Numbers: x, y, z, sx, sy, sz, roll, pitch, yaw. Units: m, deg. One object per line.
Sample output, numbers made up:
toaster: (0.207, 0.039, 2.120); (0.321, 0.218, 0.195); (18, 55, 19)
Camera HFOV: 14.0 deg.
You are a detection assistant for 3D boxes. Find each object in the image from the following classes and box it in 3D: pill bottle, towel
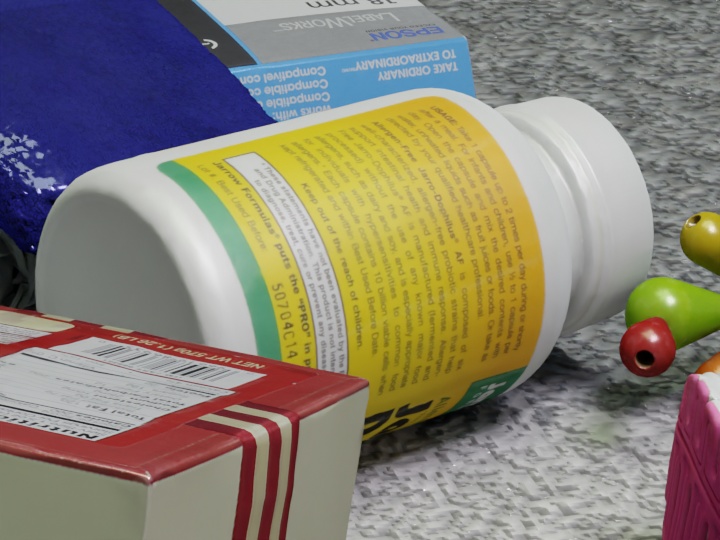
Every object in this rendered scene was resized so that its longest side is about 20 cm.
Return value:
pill bottle: (0.000, 0.000, 1.005); (0.200, 0.113, 0.113); (-16, 32, -36)
towel: (-0.132, -0.077, 1.091); (0.200, 0.050, 0.148); (42, 35, 27)

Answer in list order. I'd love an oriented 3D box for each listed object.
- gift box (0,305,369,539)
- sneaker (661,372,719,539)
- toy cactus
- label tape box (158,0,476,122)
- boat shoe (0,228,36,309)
gift box: (-0.093, 0.110, 0.691); (0.184, 0.187, 0.200); (12, 7, 20)
sneaker: (0.155, 0.098, 0.871); (0.088, 0.082, 0.200); (-6, 35, -22)
toy cactus: (0.189, 0.010, 1.051); (0.199, 0.103, 0.165); (-4, 16, 3)
label tape box: (-0.034, -0.071, 1.206); (0.144, 0.063, 0.200); (-9, 28, -23)
boat shoe: (-0.153, -0.009, 1.052); (0.071, 0.070, 0.201); (-10, 26, -20)
